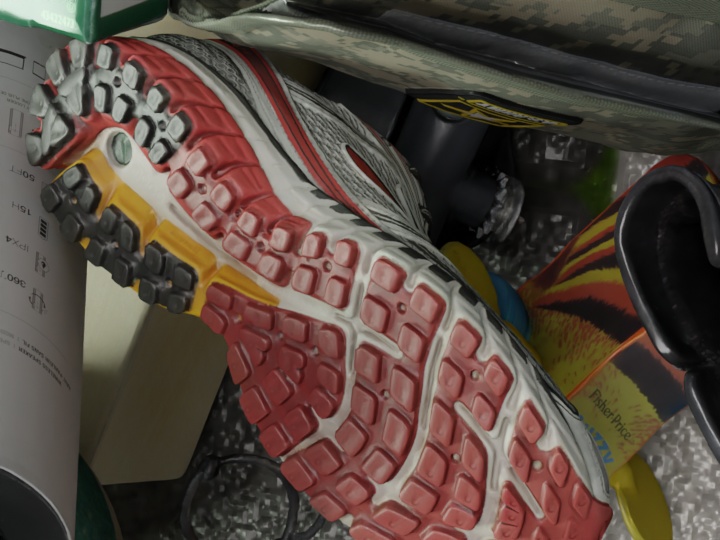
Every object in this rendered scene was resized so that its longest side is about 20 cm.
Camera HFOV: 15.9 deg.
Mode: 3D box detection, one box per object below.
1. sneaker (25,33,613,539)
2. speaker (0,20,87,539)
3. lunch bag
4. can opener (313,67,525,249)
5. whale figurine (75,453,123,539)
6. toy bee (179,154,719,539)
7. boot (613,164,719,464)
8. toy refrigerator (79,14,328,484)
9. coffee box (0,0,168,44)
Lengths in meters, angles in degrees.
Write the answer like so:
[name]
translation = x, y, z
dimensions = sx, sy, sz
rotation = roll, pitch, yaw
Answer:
[sneaker]
translation = 0.000, 0.000, 0.706
dimensions = 0.200, 0.082, 0.078
rotation = 47, 127, 20
[speaker]
translation = -0.117, 0.008, 0.734
dimensions = 0.081, 0.081, 0.201
rotation = -29, 38, 21
[lunch bag]
translation = 0.057, -0.103, 0.686
dimensions = 0.200, 0.163, 0.118
rotation = -49, 38, 46
[can opener]
translation = 0.043, -0.083, 0.807
dimensions = 0.078, 0.063, 0.201
rotation = 28, 101, -1
[whale figurine]
translation = -0.145, 0.126, 0.768
dimensions = 0.158, 0.104, 0.201
rotation = 6, 69, 14
[toy bee]
translation = 0.049, 0.060, 0.783
dimensions = 0.200, 0.130, 0.109
rotation = -54, 31, 21
[boot]
translation = 0.152, 0.054, 0.724
dimensions = 0.200, 0.131, 0.070
rotation = 53, 123, 14
[toy refrigerator]
translation = -0.066, -0.036, 0.854
dimensions = 0.076, 0.070, 0.201
rotation = 27, 101, 27
[coffee box]
translation = -0.100, -0.172, 0.687
dimensions = 0.122, 0.044, 0.201
rotation = 18, 116, 28
